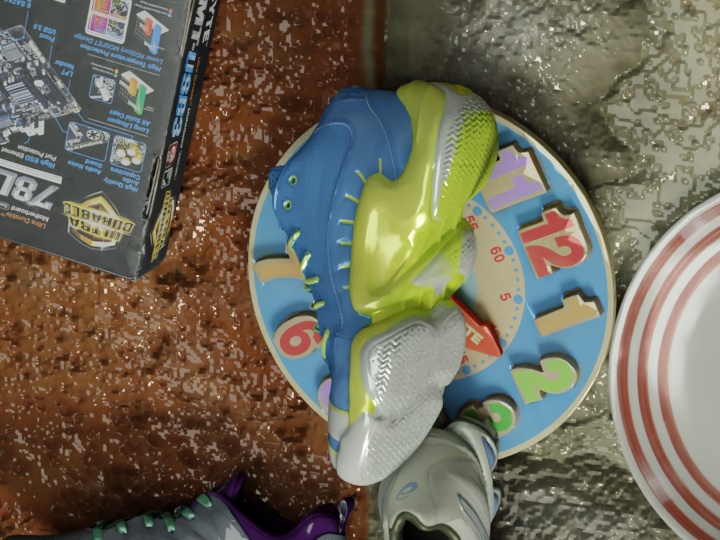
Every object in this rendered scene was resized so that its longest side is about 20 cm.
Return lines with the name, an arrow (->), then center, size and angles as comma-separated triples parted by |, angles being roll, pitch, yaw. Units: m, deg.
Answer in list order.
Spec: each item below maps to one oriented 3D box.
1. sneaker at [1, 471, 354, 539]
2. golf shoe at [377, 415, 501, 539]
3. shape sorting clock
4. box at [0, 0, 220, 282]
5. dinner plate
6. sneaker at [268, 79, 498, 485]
sneaker -> -0.101, 0.148, 1.172 | 0.200, 0.074, 0.088 | 8, 94, 6
golf shoe -> 0.045, 0.176, 1.101 | 0.078, 0.097, 0.200 | -8, 116, 20
shape sorting clock -> 0.034, 0.007, 1.096 | 0.200, 0.039, 0.200 | 5, 106, 16
box -> -0.181, -0.117, 1.123 | 0.200, 0.050, 0.199 | 17, 111, 12
dinner plate -> 0.216, 0.053, 1.035 | 0.200, 0.024, 0.201 | -1, 89, 32
sneaker -> 0.000, 0.000, 1.052 | 0.105, 0.076, 0.200 | 18, 93, 31
